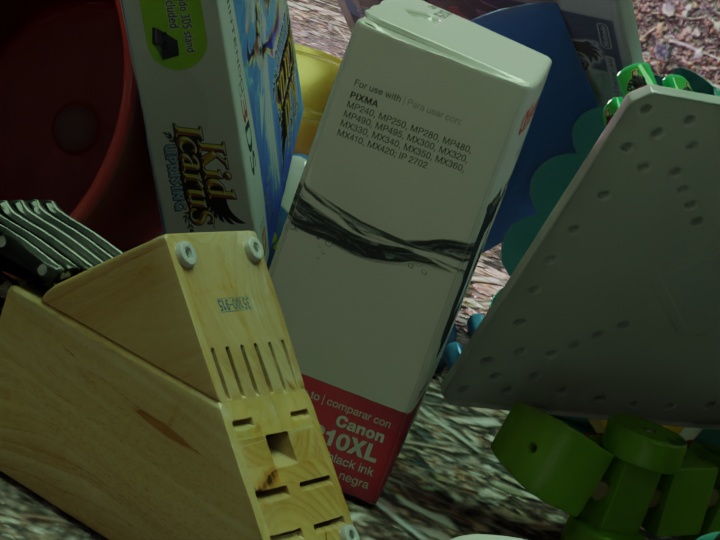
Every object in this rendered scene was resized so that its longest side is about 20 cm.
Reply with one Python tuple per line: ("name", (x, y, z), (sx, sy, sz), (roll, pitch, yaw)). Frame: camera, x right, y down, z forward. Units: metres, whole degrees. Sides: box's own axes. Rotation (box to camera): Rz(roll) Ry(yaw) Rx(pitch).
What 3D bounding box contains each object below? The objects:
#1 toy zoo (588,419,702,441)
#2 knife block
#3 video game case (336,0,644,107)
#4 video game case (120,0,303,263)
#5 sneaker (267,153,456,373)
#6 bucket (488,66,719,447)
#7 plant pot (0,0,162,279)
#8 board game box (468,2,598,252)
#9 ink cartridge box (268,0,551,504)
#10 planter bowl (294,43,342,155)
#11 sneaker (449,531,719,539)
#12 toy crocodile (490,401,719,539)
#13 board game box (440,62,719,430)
("toy zoo", (0.187, 0.042, 1.001), (0.131, 0.200, 0.020), (45, -3, -27))
("knife block", (-0.108, 0.060, 0.785), (0.064, 0.175, 0.201), (-4, 73, -59))
("video game case", (0.076, -0.131, 1.165), (0.181, 0.023, 0.200), (15, -19, 20))
("video game case", (-0.067, -0.116, 0.941), (0.045, 0.182, 0.200), (-4, 27, 6))
("sneaker", (0.000, 0.000, 1.078), (0.074, 0.083, 0.200), (31, 3, 36))
("bucket", (0.183, 0.007, 1.110), (0.134, 0.208, 0.207), (23, 10, -26))
("plant pot", (-0.166, -0.082, 0.988), (0.199, 0.202, 0.177), (24, 3, 16))
("board game box", (0.052, -0.080, 1.135), (0.039, 0.158, 0.200), (56, 0, 34))
("ink cartridge box", (0.014, -0.016, 0.927), (0.084, 0.201, 0.145), (21, 13, 4))
("planter bowl", (-0.052, -0.095, 1.270), (0.199, 0.084, 0.200), (12, -7, 2))
("sneaker", (0.110, 0.131, 0.734), (0.199, 0.084, 0.121), (27, 17, -8))
("toy crocodile", (0.147, 0.102, 0.951), (0.199, 0.068, 0.062), (11, 15, -36))
("board game box", (0.159, -0.003, 0.895), (0.199, 0.200, 0.026), (7, 46, -23))
